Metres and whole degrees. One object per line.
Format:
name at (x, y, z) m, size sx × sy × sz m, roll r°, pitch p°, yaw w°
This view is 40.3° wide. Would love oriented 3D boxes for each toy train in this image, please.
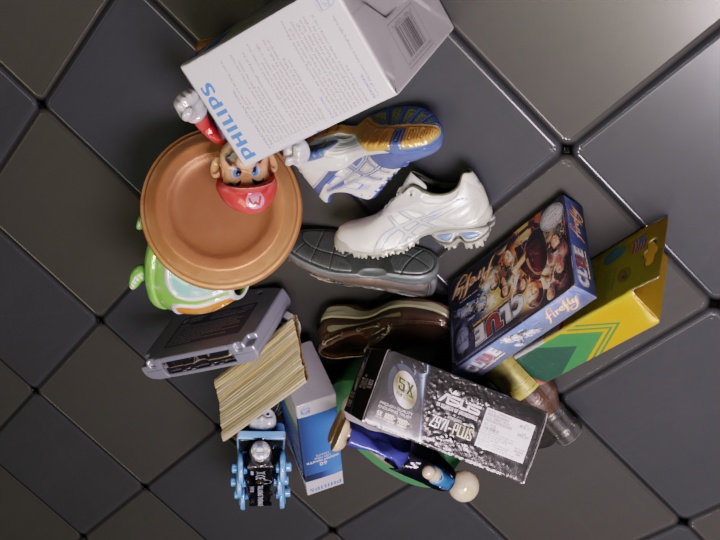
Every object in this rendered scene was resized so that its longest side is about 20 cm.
toy train at (-0.144, 0.271, 1.419) m, size 0.086 × 0.115 × 0.201 m, roll -1°, pitch 148°, yaw -5°

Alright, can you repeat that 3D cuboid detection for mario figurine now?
mario figurine at (-0.133, -0.165, 1.113) m, size 0.122 × 0.106 × 0.202 m, roll -6°, pitch 93°, yaw 31°

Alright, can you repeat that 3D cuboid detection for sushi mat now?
sushi mat at (-0.137, 0.146, 1.312) m, size 0.012 × 0.096 × 0.200 m, roll 11°, pitch 143°, yaw -40°

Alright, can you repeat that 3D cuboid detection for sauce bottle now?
sauce bottle at (0.204, 0.139, 1.240) m, size 0.065 × 0.065 × 0.200 m, roll -34°, pitch 103°, yaw 37°

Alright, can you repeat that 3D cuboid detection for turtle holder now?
turtle holder at (-0.203, -0.033, 1.271) m, size 0.130 × 0.187 × 0.141 m, roll 13°, pitch 161°, yaw 16°

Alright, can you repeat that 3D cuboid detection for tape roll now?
tape roll at (0.047, 0.206, 1.324) m, size 0.199 × 0.048 × 0.201 m, roll 28°, pitch 145°, yaw 22°

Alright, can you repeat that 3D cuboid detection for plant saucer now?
plant saucer at (-0.169, -0.077, 1.191) m, size 0.199 × 0.201 × 0.037 m, roll 36°, pitch 174°, yaw -3°

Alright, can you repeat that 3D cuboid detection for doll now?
doll at (0.059, 0.232, 1.214) m, size 0.199 × 0.136 × 0.049 m, roll 24°, pitch 91°, yaw -9°

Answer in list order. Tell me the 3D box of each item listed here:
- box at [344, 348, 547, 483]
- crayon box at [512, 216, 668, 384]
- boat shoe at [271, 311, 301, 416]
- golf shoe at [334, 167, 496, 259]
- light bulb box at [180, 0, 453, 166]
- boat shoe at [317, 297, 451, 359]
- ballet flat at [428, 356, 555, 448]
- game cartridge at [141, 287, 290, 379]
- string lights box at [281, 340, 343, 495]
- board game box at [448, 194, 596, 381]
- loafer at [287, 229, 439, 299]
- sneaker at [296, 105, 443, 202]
box at (0.095, 0.165, 1.149) m, size 0.198 × 0.087 × 0.164 m, roll 22°, pitch 173°, yaw -5°
crayon box at (0.270, 0.035, 1.099) m, size 0.051 × 0.127 × 0.200 m, roll 44°, pitch 129°, yaw -12°
boat shoe at (-0.133, 0.147, 1.396) m, size 0.075 × 0.060 × 0.201 m, roll 17°, pitch 127°, yaw 12°
golf shoe at (0.056, -0.073, 1.158) m, size 0.198 × 0.078 × 0.098 m, roll -9°, pitch 117°, yaw 18°
light bulb box at (-0.040, -0.230, 1.009) m, size 0.199 × 0.199 × 0.125 m, roll -20°, pitch 111°, yaw 34°
boat shoe at (0.031, 0.087, 1.257) m, size 0.201 × 0.075 × 0.075 m, roll -7°, pitch 140°, yaw 37°
ballet flat at (0.164, 0.192, 1.291) m, size 0.199 × 0.069 × 0.068 m, roll 30°, pitch 129°, yaw 2°
game cartridge at (-0.192, 0.081, 1.330) m, size 0.198 × 0.134 × 0.041 m, roll -13°, pitch 124°, yaw 32°
string lights box at (-0.071, 0.206, 1.358) m, size 0.058 × 0.103 × 0.201 m, roll -16°, pitch 135°, yaw -13°
board game box at (0.178, 0.023, 1.125) m, size 0.034 × 0.136 × 0.200 m, roll 27°, pitch 133°, yaw -26°
loafer at (0.000, 0.000, 1.235) m, size 0.198 × 0.072 × 0.063 m, roll 10°, pitch 138°, yaw 13°
sneaker at (0.019, -0.130, 1.142) m, size 0.199 × 0.076 × 0.089 m, roll -4°, pitch 129°, yaw 36°
